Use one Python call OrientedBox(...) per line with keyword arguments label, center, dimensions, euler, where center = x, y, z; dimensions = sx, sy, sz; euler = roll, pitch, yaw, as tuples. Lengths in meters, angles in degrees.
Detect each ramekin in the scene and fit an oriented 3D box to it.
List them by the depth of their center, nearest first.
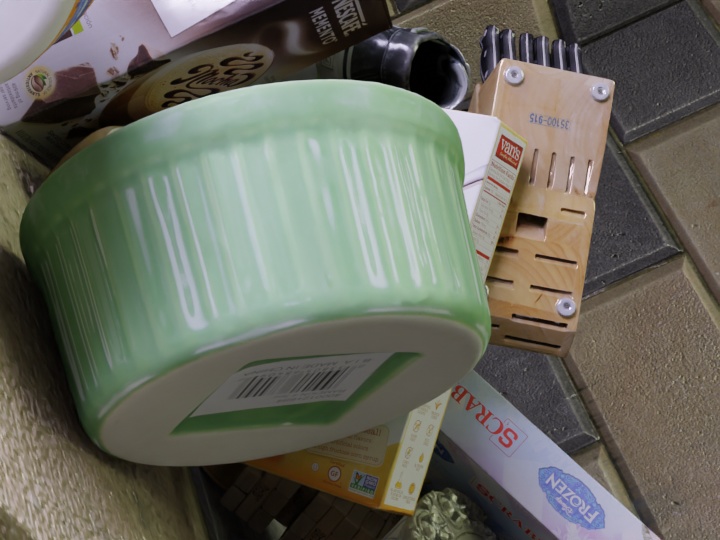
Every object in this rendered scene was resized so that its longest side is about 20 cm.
OrientedBox(label="ramekin", center=(-0.040, 0.011, 0.680), dimensions=(0.200, 0.200, 0.098), euler=(60, 14, -68))

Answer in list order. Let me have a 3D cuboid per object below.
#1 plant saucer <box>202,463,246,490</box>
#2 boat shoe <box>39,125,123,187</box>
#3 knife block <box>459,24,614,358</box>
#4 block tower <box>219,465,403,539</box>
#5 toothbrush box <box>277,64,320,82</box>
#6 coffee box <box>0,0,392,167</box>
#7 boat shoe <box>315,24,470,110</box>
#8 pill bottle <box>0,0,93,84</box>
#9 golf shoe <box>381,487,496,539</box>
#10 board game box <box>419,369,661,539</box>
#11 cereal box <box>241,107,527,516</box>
OrientedBox(label="plant saucer", center=(-0.102, 0.033, 0.939), dimensions=(0.200, 0.035, 0.201), euler=(-24, 90, -88))
OrientedBox(label="boat shoe", center=(-0.094, -0.038, 0.846), dimensions=(0.063, 0.073, 0.201), euler=(49, 16, 11))
OrientedBox(label="knife block", center=(0.085, -0.046, 0.889), dimensions=(0.176, 0.064, 0.201), euler=(121, -20, -79))
OrientedBox(label="block tower", center=(0.019, 0.165, 0.887), dimensions=(0.200, 0.054, 0.058), euler=(38, 35, 1))
OrientedBox(label="toothbrush box", center=(-0.091, -0.165, 1.104), dimensions=(0.200, 0.145, 0.086), euler=(50, -31, 40))
OrientedBox(label="coffee box", center=(-0.092, -0.134, 0.815), dimensions=(0.113, 0.200, 0.080), euler=(52, 14, -79))
OrientedBox(label="boat shoe", center=(0.035, -0.120, 1.017), dimensions=(0.071, 0.072, 0.200), euler=(22, 7, 19))
OrientedBox(label="pill bottle", center=(-0.148, -0.129, 0.584), dimensions=(0.200, 0.112, 0.112), euler=(-104, 169, -75))
OrientedBox(label="golf shoe", center=(0.010, 0.171, 0.790), dimensions=(0.078, 0.097, 0.200), euler=(60, 27, 6))
OrientedBox(label="board game box", center=(0.082, 0.141, 0.916), dimensions=(0.200, 0.041, 0.200), euler=(42, -20, 8))
OrientedBox(label="cereal box", center=(-0.009, 0.009, 0.805), dimensions=(0.040, 0.144, 0.200), euler=(25, 80, -55))
